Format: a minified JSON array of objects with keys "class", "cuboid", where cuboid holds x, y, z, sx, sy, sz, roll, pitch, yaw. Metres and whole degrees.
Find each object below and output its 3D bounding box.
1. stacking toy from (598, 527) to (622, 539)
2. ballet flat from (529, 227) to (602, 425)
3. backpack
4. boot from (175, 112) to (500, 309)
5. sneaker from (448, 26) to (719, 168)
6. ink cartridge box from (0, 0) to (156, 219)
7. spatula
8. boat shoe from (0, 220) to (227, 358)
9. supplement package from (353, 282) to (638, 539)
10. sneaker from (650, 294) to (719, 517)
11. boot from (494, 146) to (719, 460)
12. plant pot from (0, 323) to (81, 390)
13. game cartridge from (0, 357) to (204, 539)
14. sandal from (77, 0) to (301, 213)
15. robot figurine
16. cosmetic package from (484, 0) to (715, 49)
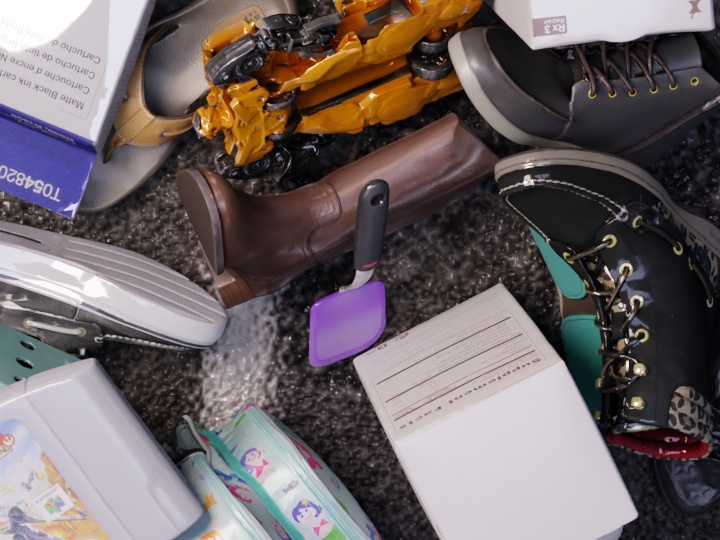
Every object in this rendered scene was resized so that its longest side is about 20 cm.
[{"class":"stacking toy","cuboid":[0.139,0.237,1.649,0.146,0.146,0.201,15,82,-11]},{"class":"ballet flat","cuboid":[0.162,0.015,1.615,0.062,0.067,0.200,-28,110,-30]},{"class":"backpack","cuboid":[-0.067,0.185,1.551,0.150,0.200,0.178,-38,104,3]},{"class":"boot","cuboid":[-0.008,-0.056,1.517,0.200,0.186,0.064,-23,75,-4]},{"class":"sneaker","cuboid":[0.146,-0.127,1.521,0.106,0.075,0.200,-34,148,29]},{"class":"ink cartridge box","cuboid":[-0.234,-0.156,1.507,0.199,0.041,0.200,21,100,3]},{"class":"spatula","cuboid":[0.000,0.000,1.546,0.056,0.200,0.021,-19,65,-18]},{"class":"boat shoe","cuboid":[-0.186,0.020,1.571,0.200,0.072,0.071,18,109,-1]},{"class":"supplement package","cuboid":[0.081,0.104,1.551,0.117,0.200,0.117,-26,106,-1]},{"class":"sneaker","cuboid":[0.242,0.079,1.616,0.060,0.104,0.200,9,102,-10]},{"class":"boot","cuboid":[0.158,0.021,1.517,0.203,0.073,0.154,26,59,-41]},{"class":"plant pot","cuboid":[-0.251,0.139,1.532,0.141,0.141,0.200,25,107,-13]},{"class":"game cartridge","cuboid":[-0.210,0.146,1.448,0.200,0.042,0.133,-35,107,5]},{"class":"sandal","cuboid":[-0.119,-0.113,1.548,0.200,0.055,0.082,-36,105,2]},{"class":"robot figurine","cuboid":[-0.015,-0.129,1.521,0.200,0.058,0.145,-21,147,-14]},{"class":"cosmetic package","cuboid":[0.137,-0.192,1.488,0.113,0.200,0.081,-7,104,-6]}]
